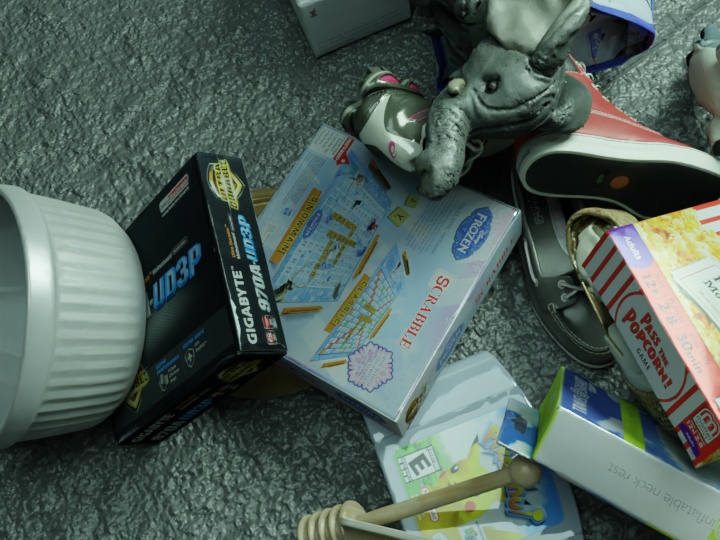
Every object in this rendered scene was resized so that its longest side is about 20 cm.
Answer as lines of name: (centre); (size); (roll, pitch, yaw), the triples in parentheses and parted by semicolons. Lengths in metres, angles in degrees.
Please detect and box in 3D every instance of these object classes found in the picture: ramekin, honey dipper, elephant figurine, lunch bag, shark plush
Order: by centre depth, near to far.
honey dipper: (0.041, 0.169, 0.666); (0.198, 0.038, 0.039); (-24, 59, 28)
elephant figurine: (0.114, -0.153, 0.689); (0.155, 0.140, 0.202); (-42, 48, 34)
ramekin: (-0.253, 0.037, 0.744); (0.199, 0.104, 0.204); (-5, 83, 49)
shark plush: (0.320, -0.156, 0.781); (0.082, 0.200, 0.092); (-4, 109, 4)
lunch bag: (0.162, -0.269, 0.851); (0.196, 0.124, 0.173); (-2, 64, 9)

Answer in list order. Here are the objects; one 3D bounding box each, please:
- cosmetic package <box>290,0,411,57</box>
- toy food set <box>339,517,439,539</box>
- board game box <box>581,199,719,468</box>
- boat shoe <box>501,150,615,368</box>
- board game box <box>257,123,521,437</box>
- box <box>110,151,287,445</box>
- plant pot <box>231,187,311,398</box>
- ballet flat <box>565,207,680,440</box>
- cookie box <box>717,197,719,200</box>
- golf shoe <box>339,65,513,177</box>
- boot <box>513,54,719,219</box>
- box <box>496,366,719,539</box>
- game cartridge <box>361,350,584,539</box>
cosmetic package: (-0.035, -0.328, 0.939); (0.111, 0.081, 0.202); (-20, 64, 0)
toy food set: (0.037, 0.281, 0.624); (0.141, 0.060, 0.204); (9, 85, 14)
board game box: (0.269, 0.025, 0.618); (0.197, 0.047, 0.153); (-15, 63, -21)
boat shoe: (0.162, -0.018, 0.770); (0.066, 0.057, 0.203); (-17, 63, 1)
board game box: (0.000, 0.000, 0.765); (0.198, 0.041, 0.201); (27, 72, 23)
box: (-0.143, 0.029, 0.732); (0.199, 0.046, 0.161); (-36, 61, 42)
plant pot: (-0.083, 0.010, 0.816); (0.196, 0.028, 0.203); (-4, 64, 8)
ballet flat: (0.192, 0.033, 0.667); (0.071, 0.065, 0.202); (-49, 39, 31)
cookie box: (0.364, -0.016, 0.724); (0.171, 0.075, 0.200); (38, 75, 24)
golf shoe: (0.074, -0.108, 0.774); (0.198, 0.078, 0.088); (-5, 47, -42)
boot: (0.216, -0.123, 0.783); (0.197, 0.073, 0.146); (10, 51, -16)
box: (0.195, 0.132, 0.637); (0.198, 0.122, 0.048); (28, 102, 9)
game cartridge: (0.090, 0.166, 0.708); (0.131, 0.041, 0.202); (-20, 63, -4)
